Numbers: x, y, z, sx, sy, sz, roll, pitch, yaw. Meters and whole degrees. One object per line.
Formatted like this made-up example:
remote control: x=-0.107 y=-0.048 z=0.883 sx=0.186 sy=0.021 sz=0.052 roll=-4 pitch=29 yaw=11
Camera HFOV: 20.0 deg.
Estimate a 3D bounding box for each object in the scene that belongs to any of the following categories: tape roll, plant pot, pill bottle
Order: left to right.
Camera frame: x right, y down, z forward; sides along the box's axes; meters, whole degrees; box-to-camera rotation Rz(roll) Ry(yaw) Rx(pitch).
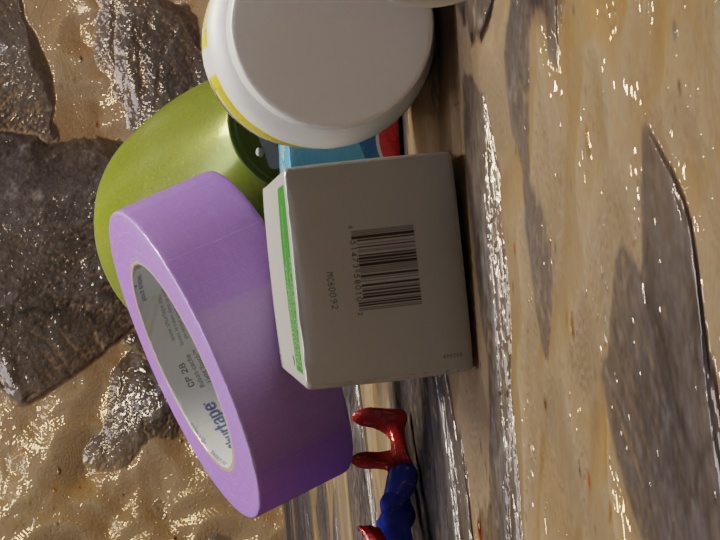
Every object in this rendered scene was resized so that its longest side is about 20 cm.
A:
tape roll: x=-0.079 y=0.044 z=1.223 sx=0.200 sy=0.065 sz=0.200 roll=57 pitch=161 yaw=31
plant pot: x=-0.068 y=-0.059 z=1.359 sx=0.200 sy=0.186 sz=0.188 roll=135 pitch=132 yaw=-65
pill bottle: x=-0.023 y=-0.118 z=1.029 sx=0.200 sy=0.114 sz=0.115 roll=-143 pitch=49 yaw=-83

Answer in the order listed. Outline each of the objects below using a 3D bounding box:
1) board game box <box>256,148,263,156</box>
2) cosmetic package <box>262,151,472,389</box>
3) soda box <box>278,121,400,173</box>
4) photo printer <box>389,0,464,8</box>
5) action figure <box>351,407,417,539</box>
board game box: x=-0.069 y=-0.182 z=1.747 sx=0.148 sy=0.064 sz=0.201 roll=106 pitch=160 yaw=-72
cosmetic package: x=0.000 y=0.000 z=1.035 sx=0.200 sy=0.084 sz=0.108 roll=167 pitch=97 yaw=-83
soda box: x=-0.013 y=-0.079 z=1.196 sx=0.064 sy=0.067 sz=0.201 roll=-146 pitch=52 yaw=-81
photo printer: x=0.016 y=-0.224 z=0.768 sx=0.201 sy=0.069 sz=0.167 roll=-100 pitch=8 yaw=-45
action figure: x=0.019 y=0.172 z=1.177 sx=0.200 sy=0.051 sz=0.066 roll=-102 pitch=15 yaw=-45
